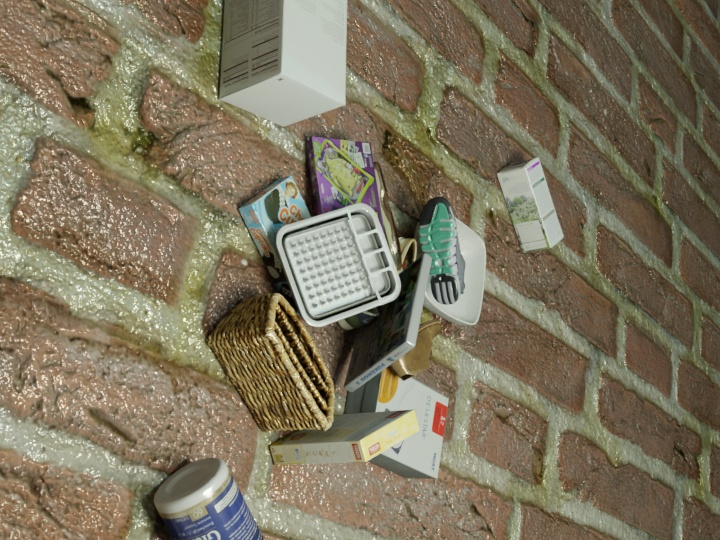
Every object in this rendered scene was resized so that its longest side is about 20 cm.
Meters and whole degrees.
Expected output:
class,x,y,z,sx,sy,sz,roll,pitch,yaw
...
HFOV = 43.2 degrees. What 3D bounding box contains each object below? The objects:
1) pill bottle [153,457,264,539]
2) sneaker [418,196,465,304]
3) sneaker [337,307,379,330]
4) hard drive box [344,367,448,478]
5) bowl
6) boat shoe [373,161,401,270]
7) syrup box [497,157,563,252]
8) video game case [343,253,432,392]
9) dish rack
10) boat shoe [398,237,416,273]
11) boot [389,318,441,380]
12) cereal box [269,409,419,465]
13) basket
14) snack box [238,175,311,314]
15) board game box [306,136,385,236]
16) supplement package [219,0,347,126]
class,x,y,z,sx,sy,sz,roll,pitch,yaw
pill bottle,-0.197,0.375,1.271,0.111,0.110,0.202,-41,112,-46
sneaker,0.159,-0.041,1.712,0.087,0.074,0.203,-25,112,-62
sneaker,0.000,0.000,1.594,0.067,0.089,0.203,4,79,-38
hard drive box,0.063,0.270,1.628,0.199,0.076,0.158,32,60,-42
bowl,0.164,0.001,1.806,0.199,0.074,0.202,29,60,-42
boat shoe,0.022,-0.092,1.666,0.075,0.074,0.205,32,45,-80
syrup box,0.393,-0.151,2.103,0.081,0.078,0.202,-32,106,-47
video game case,0.047,0.088,1.544,0.022,0.182,0.201,32,45,-17
dish rack,-0.041,-0.008,1.487,0.198,0.043,0.174,-19,87,-33
boat shoe,0.072,0.035,1.686,0.071,0.076,0.203,17,72,-50
boot,0.100,0.142,1.626,0.076,0.073,0.199,55,31,6
cereal box,-0.026,0.262,1.429,0.143,0.199,0.040,-18,96,-49
basket,-0.109,0.134,1.399,0.143,0.148,0.201,-48,117,-43
snack box,-0.115,-0.043,1.513,0.116,0.037,0.202,-44,115,-47
board game box,-0.025,-0.134,1.585,0.119,0.032,0.202,4,68,-32
supplement package,-0.124,-0.368,1.484,0.151,0.150,0.203,16,70,-47
